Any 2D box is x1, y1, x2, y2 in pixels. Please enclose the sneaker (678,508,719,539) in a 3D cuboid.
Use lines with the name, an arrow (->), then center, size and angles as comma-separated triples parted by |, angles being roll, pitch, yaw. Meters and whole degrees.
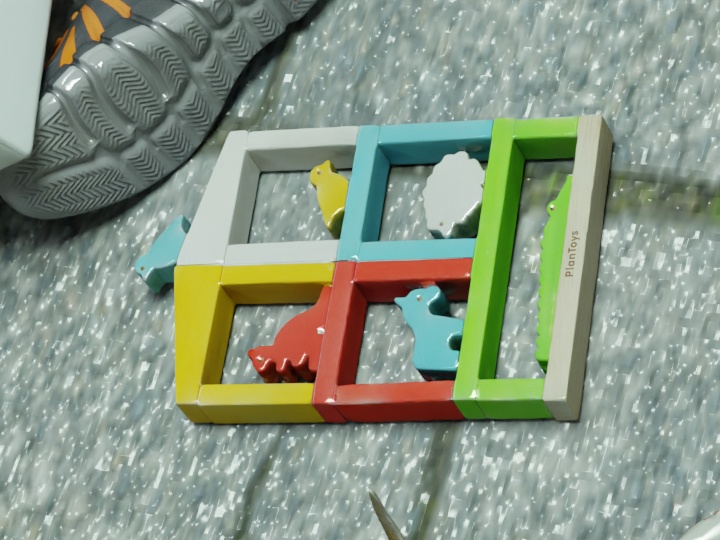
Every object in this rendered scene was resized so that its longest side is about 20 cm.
sneaker -> 0.135, 0.133, 1.005 | 0.200, 0.081, 0.084 | -36, 63, 0

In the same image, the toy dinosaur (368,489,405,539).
toy dinosaur -> 0.029, 0.172, 1.002 | 0.058, 0.101, 0.201 | -10, 88, -24

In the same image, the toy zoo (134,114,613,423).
toy zoo -> 0.000, 0.000, 1.168 | 0.199, 0.020, 0.132 | -2, 61, 21

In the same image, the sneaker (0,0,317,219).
sneaker -> -0.103, -0.112, 1.252 | 0.200, 0.078, 0.112 | -43, 48, -14

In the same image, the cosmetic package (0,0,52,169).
cosmetic package -> -0.255, -0.119, 1.214 | 0.200, 0.166, 0.168 | -22, 52, 39
